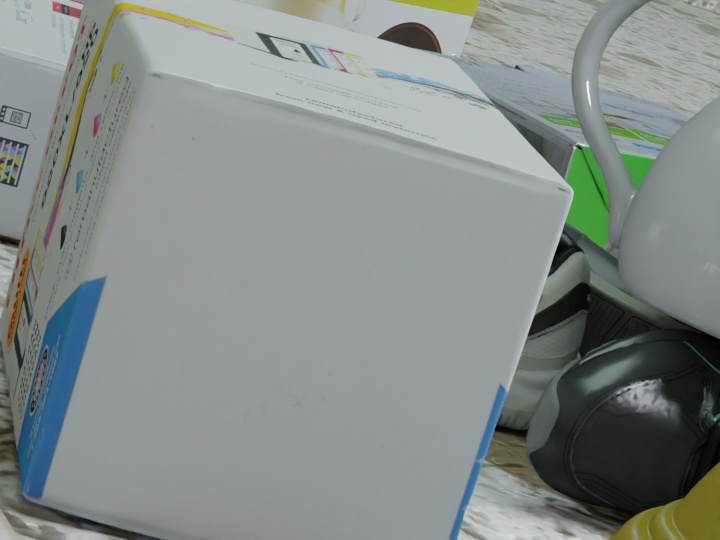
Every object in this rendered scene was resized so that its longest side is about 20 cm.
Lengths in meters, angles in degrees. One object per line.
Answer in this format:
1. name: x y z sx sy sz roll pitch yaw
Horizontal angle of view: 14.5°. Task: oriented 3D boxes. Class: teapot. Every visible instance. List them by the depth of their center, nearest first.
1. teapot: 0.203 -0.027 1.118 0.199 0.147 0.197 21 4 -30

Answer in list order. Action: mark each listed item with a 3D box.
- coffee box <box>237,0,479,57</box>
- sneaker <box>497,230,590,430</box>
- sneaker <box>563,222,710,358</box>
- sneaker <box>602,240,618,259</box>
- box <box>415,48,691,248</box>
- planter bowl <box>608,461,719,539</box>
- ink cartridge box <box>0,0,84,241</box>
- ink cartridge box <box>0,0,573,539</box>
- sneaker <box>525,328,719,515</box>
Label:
1. coffee box: -0.062 -0.188 1.654 0.199 0.198 0.200 6 18 -48
2. sneaker: 0.000 0.000 1.160 0.199 0.088 0.076 12 15 -18
3. sneaker: 0.106 0.028 1.253 0.200 0.075 0.106 36 15 31
4. sneaker: 0.196 0.041 1.320 0.200 0.089 0.075 35 48 -4
5. box: 0.127 -0.038 1.494 0.199 0.097 0.176 9 14 -35
6. planter bowl: 0.173 0.102 0.952 0.200 0.084 0.200 16 12 -3
7. ink cartridge box: -0.114 -0.065 1.298 0.175 0.084 0.200 15 12 -10
8. ink cartridge box: -0.035 -0.003 0.973 0.144 0.148 0.200 15 12 -13
9. sneaker: 0.157 0.074 1.079 0.199 0.076 0.079 11 16 -29
